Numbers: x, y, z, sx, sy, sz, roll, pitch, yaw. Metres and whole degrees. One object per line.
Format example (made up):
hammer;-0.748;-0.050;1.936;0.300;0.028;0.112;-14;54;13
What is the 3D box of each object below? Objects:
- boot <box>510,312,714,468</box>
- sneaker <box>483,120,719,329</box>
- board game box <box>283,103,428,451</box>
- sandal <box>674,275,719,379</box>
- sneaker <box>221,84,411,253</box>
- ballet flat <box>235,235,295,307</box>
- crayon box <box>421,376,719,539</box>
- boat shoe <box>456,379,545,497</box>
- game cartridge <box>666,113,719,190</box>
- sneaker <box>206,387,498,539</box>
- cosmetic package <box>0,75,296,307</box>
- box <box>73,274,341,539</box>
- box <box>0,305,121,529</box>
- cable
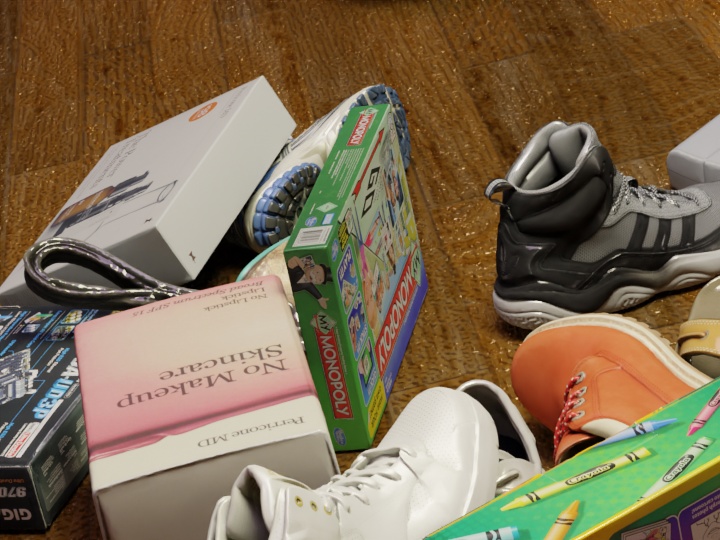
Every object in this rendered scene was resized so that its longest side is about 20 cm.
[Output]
boot;0.128;0.078;1.207;0.107;0.075;0.200;-10;21;-33
sneaker;0.168;-0.044;1.416;0.199;0.114;0.075;-21;27;-17
board game box;0.000;0.000;1.381;0.029;0.135;0.200;-6;27;15
sandal;0.214;0.041;1.290;0.080;0.054;0.200;-7;26;12
sneaker;-0.039;-0.076;1.628;0.085;0.077;0.200;2;29;37
ballet flat;-0.012;-0.010;1.510;0.065;0.071;0.200;28;43;15
crayon box;0.131;0.141;1.050;0.200;0.119;0.058;-25;28;-25
boat shoe;0.068;0.123;1.176;0.072;0.066;0.200;-8;26;9
game cartridge;0.311;-0.076;1.508;0.200;0.041;0.133;11;39;41
sneaker;-0.006;0.114;1.099;0.074;0.116;0.200;-15;40;42
cosmetic package;-0.145;-0.043;1.561;0.150;0.052;0.200;-20;25;31
box;-0.081;0.101;1.241;0.127;0.109;0.200;-14;25;-4
box;-0.228;0.087;1.412;0.158;0.046;0.200;-2;27;21
cable;-0.113;0.019;1.406;0.200;0.050;0.097;34;61;15
